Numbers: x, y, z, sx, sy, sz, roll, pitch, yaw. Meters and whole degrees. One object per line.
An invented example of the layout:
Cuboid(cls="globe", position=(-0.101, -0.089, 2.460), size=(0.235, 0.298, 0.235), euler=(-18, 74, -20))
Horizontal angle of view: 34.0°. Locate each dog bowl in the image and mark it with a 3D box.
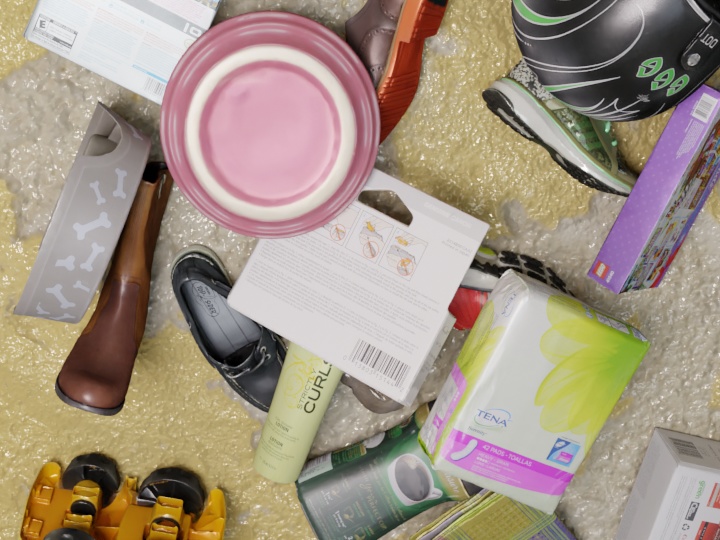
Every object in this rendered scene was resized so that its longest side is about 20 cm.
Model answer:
Cuboid(cls="dog bowl", position=(-0.243, -0.045, 1.039), size=(0.058, 0.201, 0.202), euler=(22, 107, -14))

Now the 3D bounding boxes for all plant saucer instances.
Cuboid(cls="plant saucer", position=(-0.079, -0.123, 1.036), size=(0.196, 0.051, 0.204), euler=(-1, 107, -4))

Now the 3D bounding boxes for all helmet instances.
Cuboid(cls="helmet", position=(0.222, -0.227, 1.011), size=(0.200, 0.201, 0.190), euler=(44, 138, -17))

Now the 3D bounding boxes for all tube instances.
Cuboid(cls="tube", position=(-0.054, 0.111, 1.150), size=(0.057, 0.052, 0.203), euler=(14, 111, -19))

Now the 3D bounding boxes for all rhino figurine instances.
Cuboid(cls="rhino figurine", position=(0.038, 0.058, 1.140), size=(0.087, 0.060, 0.202), euler=(35, 123, 10))

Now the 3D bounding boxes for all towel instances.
Cuboid(cls="towel", position=(0.154, 0.299, 1.260), size=(0.143, 0.023, 0.200), euler=(-37, 128, 9))

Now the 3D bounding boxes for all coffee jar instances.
Cuboid(cls="coffee jar", position=(0.037, 0.210, 1.213), size=(0.197, 0.085, 0.106), euler=(-26, 97, 5))

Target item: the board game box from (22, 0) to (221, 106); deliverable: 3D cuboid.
Cuboid(cls="board game box", position=(-0.190, -0.269, 1.038), size=(0.146, 0.064, 0.202), euler=(25, 107, -14))

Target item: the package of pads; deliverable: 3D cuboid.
Cuboid(cls="package of pads", position=(0.158, 0.115, 1.118), size=(0.153, 0.068, 0.202), euler=(23, 104, -19))

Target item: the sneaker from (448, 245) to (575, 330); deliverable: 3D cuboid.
Cuboid(cls="sneaker", position=(0.127, 0.027, 1.175), size=(0.197, 0.077, 0.086), euler=(21, 123, -5))

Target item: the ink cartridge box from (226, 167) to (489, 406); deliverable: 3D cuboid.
Cuboid(cls="ink cartridge box", position=(0.000, 0.000, 1.090), size=(0.198, 0.045, 0.178), euler=(27, 86, 20))

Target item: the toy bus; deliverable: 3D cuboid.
Cuboid(cls="toy bus", position=(-0.250, 0.306, 1.214), size=(0.196, 0.137, 0.194), euler=(12, 124, -7))

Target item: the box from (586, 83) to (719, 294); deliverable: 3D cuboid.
Cuboid(cls="box", position=(0.295, -0.076, 1.113), size=(0.039, 0.136, 0.202), euler=(33, 107, 25))

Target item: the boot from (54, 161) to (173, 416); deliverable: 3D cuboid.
Cuboid(cls="boot", position=(-0.210, 0.014, 1.071), size=(0.067, 0.189, 0.203), euler=(20, 109, -1))

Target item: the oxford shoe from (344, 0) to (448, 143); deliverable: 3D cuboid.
Cuboid(cls="oxford shoe", position=(0.016, -0.194, 1.092), size=(0.072, 0.071, 0.202), euler=(33, 115, 20))

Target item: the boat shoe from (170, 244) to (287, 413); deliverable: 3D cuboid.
Cuboid(cls="boat shoe", position=(-0.123, 0.070, 1.161), size=(0.074, 0.066, 0.202), euler=(-25, 110, 4))

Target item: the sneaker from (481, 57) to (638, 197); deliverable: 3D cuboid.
Cuboid(cls="sneaker", position=(0.214, -0.141, 1.118), size=(0.199, 0.077, 0.089), euler=(35, 91, -19))

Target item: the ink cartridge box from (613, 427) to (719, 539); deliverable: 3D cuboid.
Cuboid(cls="ink cartridge box", position=(0.375, 0.293, 1.273), size=(0.172, 0.084, 0.203), euler=(13, 108, -9))
